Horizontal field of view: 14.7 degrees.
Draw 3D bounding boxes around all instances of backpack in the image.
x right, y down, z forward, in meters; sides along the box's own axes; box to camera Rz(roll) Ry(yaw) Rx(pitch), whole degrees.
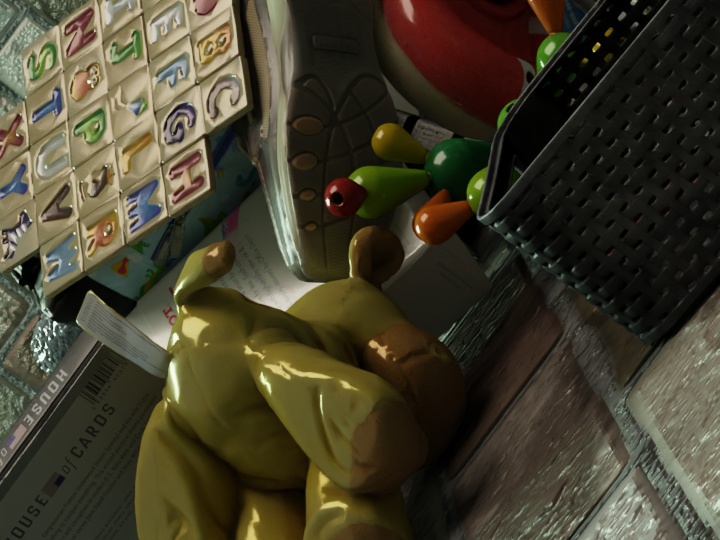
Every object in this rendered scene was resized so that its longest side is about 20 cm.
[{"bbox_3d":[-0.104,-0.073,1.581,0.200,0.153,0.163,-68,23,17],"label":"backpack"}]

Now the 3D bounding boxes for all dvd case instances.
[{"bbox_3d":[-0.109,0.132,1.422,0.150,0.200,0.025,-54,39,-2],"label":"dvd case"}]

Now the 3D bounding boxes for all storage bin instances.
[{"bbox_3d":[0.148,-0.085,1.171,0.200,0.094,0.135,-50,9,22],"label":"storage bin"}]

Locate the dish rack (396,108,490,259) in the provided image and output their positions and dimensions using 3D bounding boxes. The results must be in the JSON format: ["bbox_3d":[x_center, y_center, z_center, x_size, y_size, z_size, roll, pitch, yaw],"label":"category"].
[{"bbox_3d":[0.000,0.000,1.571,0.153,0.055,0.200,20,79,43],"label":"dish rack"}]

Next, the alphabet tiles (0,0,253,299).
[{"bbox_3d":[-0.135,-0.084,1.521,0.200,0.006,0.167,-31,53,33],"label":"alphabet tiles"}]

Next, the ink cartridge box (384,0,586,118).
[{"bbox_3d":[0.023,-0.159,1.721,0.200,0.145,0.084,-26,6,-12],"label":"ink cartridge box"}]

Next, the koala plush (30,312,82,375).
[{"bbox_3d":[-0.072,0.015,1.755,0.184,0.177,0.200,-41,-6,-43],"label":"koala plush"}]

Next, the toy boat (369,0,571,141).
[{"bbox_3d":[0.080,-0.172,1.513,0.131,0.130,0.201,-24,56,42],"label":"toy boat"}]

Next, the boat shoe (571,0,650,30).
[{"bbox_3d":[0.156,-0.155,1.499,0.075,0.065,0.202,-54,8,-3],"label":"boat shoe"}]

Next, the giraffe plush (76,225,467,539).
[{"bbox_3d":[-0.020,0.066,1.363,0.162,0.200,0.173,-16,-28,-52],"label":"giraffe plush"}]

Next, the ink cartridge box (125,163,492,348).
[{"bbox_3d":[-0.041,0.028,1.505,0.200,0.067,0.117,-42,50,10],"label":"ink cartridge box"}]

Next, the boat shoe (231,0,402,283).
[{"bbox_3d":[-0.027,-0.083,1.471,0.073,0.074,0.201,-32,54,53],"label":"boat shoe"}]

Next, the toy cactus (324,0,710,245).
[{"bbox_3d":[0.086,-0.072,1.407,0.200,0.102,0.165,-31,-11,11],"label":"toy cactus"}]

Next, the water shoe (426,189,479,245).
[{"bbox_3d":[0.047,-0.055,1.694,0.079,0.071,0.200,-49,10,8],"label":"water shoe"}]
